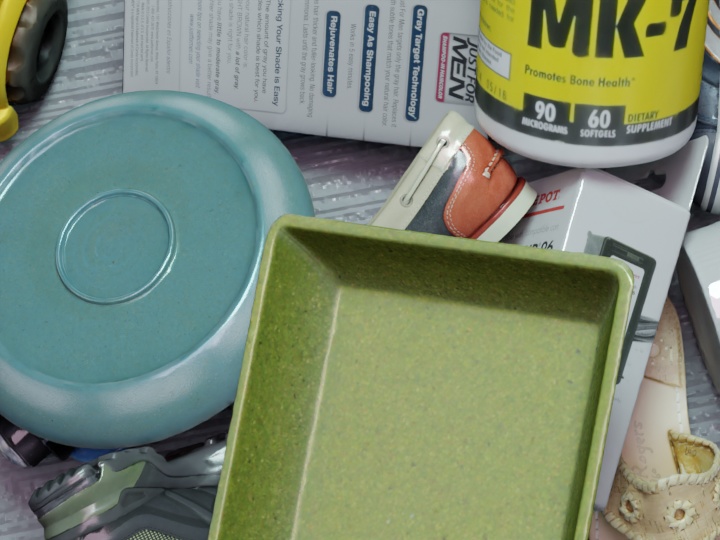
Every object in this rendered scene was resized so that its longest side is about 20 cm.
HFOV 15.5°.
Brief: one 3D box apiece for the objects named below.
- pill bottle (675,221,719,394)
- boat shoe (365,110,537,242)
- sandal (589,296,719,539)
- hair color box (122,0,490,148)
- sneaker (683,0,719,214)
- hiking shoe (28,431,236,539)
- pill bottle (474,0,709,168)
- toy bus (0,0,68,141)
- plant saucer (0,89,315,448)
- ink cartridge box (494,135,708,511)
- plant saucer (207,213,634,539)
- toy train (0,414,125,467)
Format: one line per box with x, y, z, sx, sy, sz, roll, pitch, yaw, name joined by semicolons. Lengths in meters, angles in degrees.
0.268;-0.004;1.353;0.199;0.110;0.110;-18;74;-1;pill bottle
0.000;0.000;1.357;0.063;0.071;0.200;44;114;-11;boat shoe
0.151;0.103;1.351;0.077;0.070;0.213;-9;74;1;sandal
-0.024;-0.128;1.408;0.199;0.061;0.100;7;120;6;hair color box
0.169;-0.123;1.410;0.079;0.079;0.201;4;65;1;sneaker
-0.069;0.134;1.335;0.199;0.076;0.101;-9;83;-30;hiking shoe
0.116;-0.162;1.291;0.114;0.114;0.201;4;117;5;pill bottle
-0.225;-0.194;1.396;0.135;0.192;0.201;16;75;9;toy bus
-0.121;-0.008;1.338;0.199;0.027;0.201;-6;63;13;plant saucer
0.099;0.019;1.347;0.068;0.116;0.201;23;75;-20;ink cartridge box
0.033;0.085;1.255;0.199;0.048;0.201;8;85;31;plant saucer
-0.127;0.013;1.391;0.200;0.087;0.114;-41;67;-5;toy train
